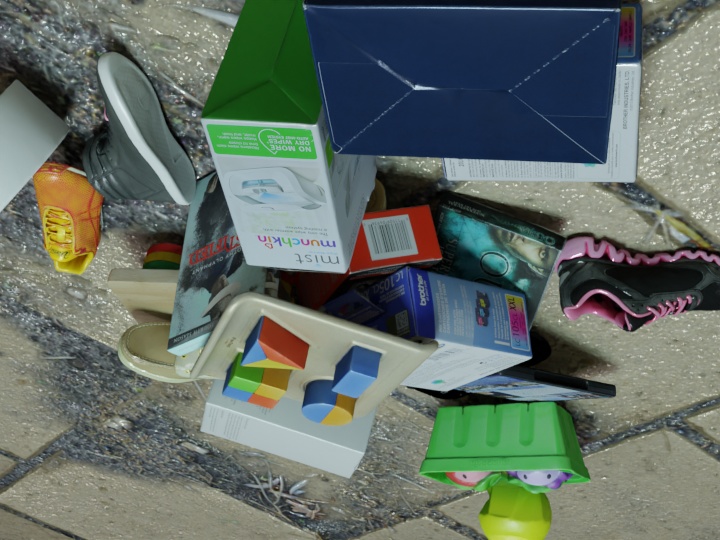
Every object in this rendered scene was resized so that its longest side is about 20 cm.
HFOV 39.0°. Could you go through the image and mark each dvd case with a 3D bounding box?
[{"bbox_3d":[0.184,0.134,1.201,0.199,0.018,0.142,15,163,-36],"label":"dvd case"},{"bbox_3d":[-0.128,-0.026,1.010,0.146,0.201,0.022,-22,143,39],"label":"dvd case"}]

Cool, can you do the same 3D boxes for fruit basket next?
[{"bbox_3d":[0.191,0.281,1.317,0.215,0.217,0.155,-6,160,24],"label":"fruit basket"}]

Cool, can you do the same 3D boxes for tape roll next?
[{"bbox_3d":[-0.377,-0.089,0.990,0.071,0.203,0.202,42,135,-20],"label":"tape roll"}]

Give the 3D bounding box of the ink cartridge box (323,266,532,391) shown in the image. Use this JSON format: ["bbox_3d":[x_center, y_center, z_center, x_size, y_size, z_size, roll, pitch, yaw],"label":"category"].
[{"bbox_3d":[0.058,0.062,1.031,0.199,0.077,0.136,11,152,-39],"label":"ink cartridge box"}]

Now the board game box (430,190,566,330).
[{"bbox_3d":[0.131,0.015,1.095,0.135,0.028,0.201,21,138,10],"label":"board game box"}]

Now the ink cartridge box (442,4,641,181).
[{"bbox_3d":[0.135,-0.147,0.864,0.199,0.077,0.137,0,141,13],"label":"ink cartridge box"}]

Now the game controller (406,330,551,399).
[{"bbox_3d":[0.137,0.113,1.250,0.104,0.042,0.200,32,140,-24],"label":"game controller"}]

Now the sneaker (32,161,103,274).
[{"bbox_3d":[-0.315,-0.054,1.104,0.073,0.078,0.200,9,155,0],"label":"sneaker"}]

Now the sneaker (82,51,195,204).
[{"bbox_3d":[-0.243,-0.131,1.010,0.099,0.071,0.200,-4,145,13],"label":"sneaker"}]

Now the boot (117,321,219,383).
[{"bbox_3d":[-0.161,0.072,1.112,0.199,0.072,0.155,10,153,-12],"label":"boot"}]

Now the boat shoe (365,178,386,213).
[{"bbox_3d":[-0.059,-0.055,1.069,0.199,0.074,0.069,-7,154,22],"label":"boat shoe"}]

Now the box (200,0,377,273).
[{"bbox_3d":[-0.043,-0.130,0.847,0.096,0.201,0.177,5,144,11],"label":"box"}]

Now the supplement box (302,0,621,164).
[{"bbox_3d":[0.083,-0.196,0.721,0.199,0.201,0.135,4,143,11],"label":"supplement box"}]

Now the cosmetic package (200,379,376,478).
[{"bbox_3d":[-0.088,0.176,1.244,0.199,0.085,0.108,18,150,-5],"label":"cosmetic package"}]

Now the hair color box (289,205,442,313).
[{"bbox_3d":[0.000,0.000,1.056,0.101,0.062,0.200,-9,165,-19],"label":"hair color box"}]

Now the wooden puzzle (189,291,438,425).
[{"bbox_3d":[-0.050,0.096,0.962,0.199,0.047,0.185,14,149,-15],"label":"wooden puzzle"}]

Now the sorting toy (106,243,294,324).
[{"bbox_3d":[-0.162,0.037,1.198,0.199,0.070,0.199,2,149,15],"label":"sorting toy"}]

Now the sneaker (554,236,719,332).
[{"bbox_3d":[0.296,0.028,1.048,0.199,0.096,0.079,6,142,6],"label":"sneaker"}]
